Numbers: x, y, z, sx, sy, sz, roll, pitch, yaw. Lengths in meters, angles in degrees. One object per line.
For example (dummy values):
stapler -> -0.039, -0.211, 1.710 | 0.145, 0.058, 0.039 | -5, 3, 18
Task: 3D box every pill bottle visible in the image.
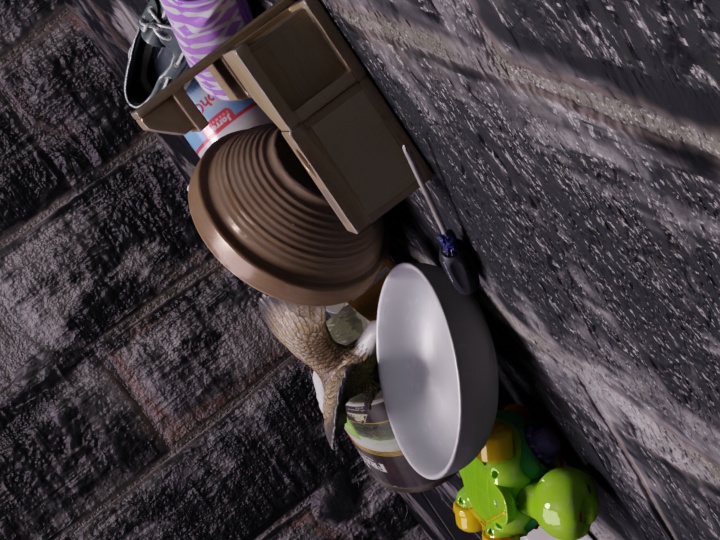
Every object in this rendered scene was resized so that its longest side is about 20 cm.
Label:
pill bottle -> -0.152, -0.184, 1.699 | 0.201, 0.108, 0.109 | 53, 173, 1

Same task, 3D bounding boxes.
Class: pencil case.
pencil case -> -0.132, -0.232, 1.469 | 0.085, 0.085, 0.200 | 14, 162, 15

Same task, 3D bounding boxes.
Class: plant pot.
plant pot -> -0.052, -0.073, 1.464 | 0.201, 0.200, 0.093 | 51, 133, 18

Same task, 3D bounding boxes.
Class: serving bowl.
serving bowl -> 0.080, 0.090, 1.468 | 0.200, 0.065, 0.203 | 174, 90, -71

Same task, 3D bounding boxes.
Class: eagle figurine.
eagle figurine -> -0.022, 0.098, 1.616 | 0.151, 0.153, 0.199 | 11, -176, 35

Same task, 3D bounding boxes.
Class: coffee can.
coffee can -> 0.040, 0.147, 1.851 | 0.146, 0.146, 0.201 | 47, 170, 42

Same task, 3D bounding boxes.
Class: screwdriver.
screwdriver -> 0.064, -0.037, 1.283 | 0.200, 0.028, 0.029 | 59, -159, -56

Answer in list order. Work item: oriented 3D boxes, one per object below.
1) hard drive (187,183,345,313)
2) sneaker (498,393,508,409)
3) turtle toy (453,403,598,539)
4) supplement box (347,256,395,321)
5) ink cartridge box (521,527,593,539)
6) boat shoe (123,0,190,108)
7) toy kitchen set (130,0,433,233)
hard drive -> -0.105, -0.030, 1.735 | 0.131, 0.025, 0.200 | 31, -171, -35
sneaker -> 0.121, 0.167, 1.697 | 0.115, 0.076, 0.200 | 58, 169, 15
turtle toy -> 0.156, 0.203, 1.526 | 0.200, 0.100, 0.147 | -139, 41, -64
supplement box -> 0.000, 0.000, 1.632 | 0.067, 0.069, 0.200 | 51, -176, 20
ink cartridge box -> 0.227, 0.346, 1.818 | 0.146, 0.084, 0.201 | 46, 169, 46
boat shoe -> -0.189, -0.236, 1.571 | 0.073, 0.062, 0.201 | 44, 139, 13
toy kitchen set -> -0.075, -0.109, 1.329 | 0.181, 0.163, 0.200 | 55, 173, -11
